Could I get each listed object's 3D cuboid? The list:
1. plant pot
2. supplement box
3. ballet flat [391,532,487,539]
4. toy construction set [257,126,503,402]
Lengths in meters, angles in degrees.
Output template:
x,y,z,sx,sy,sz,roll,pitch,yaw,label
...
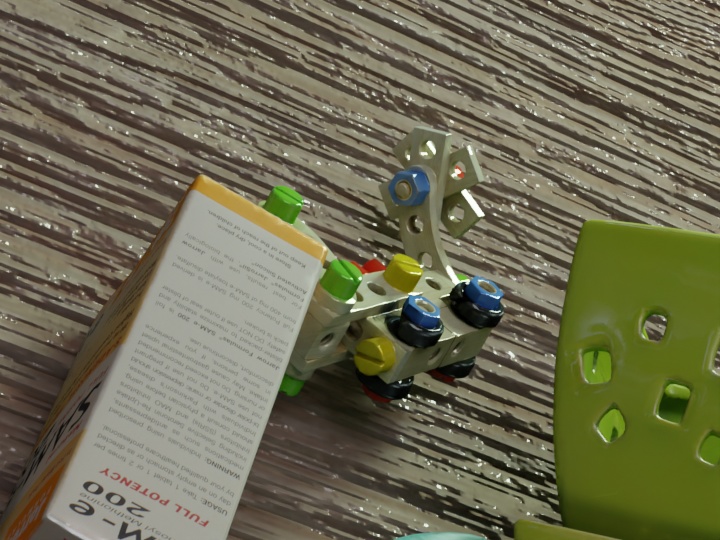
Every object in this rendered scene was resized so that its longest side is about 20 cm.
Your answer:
x,y,z,sx,sy,sz,roll,pitch,yaw,label
0.186,0.110,0.885,0.198,0.200,0.182,10,66,24,plant pot
-0.095,0.073,0.827,0.073,0.126,0.200,30,45,-12,supplement box
0.001,0.161,0.853,0.199,0.068,0.070,-1,14,-37,ballet flat
0.000,0.000,0.979,0.131,0.092,0.200,39,41,22,toy construction set
